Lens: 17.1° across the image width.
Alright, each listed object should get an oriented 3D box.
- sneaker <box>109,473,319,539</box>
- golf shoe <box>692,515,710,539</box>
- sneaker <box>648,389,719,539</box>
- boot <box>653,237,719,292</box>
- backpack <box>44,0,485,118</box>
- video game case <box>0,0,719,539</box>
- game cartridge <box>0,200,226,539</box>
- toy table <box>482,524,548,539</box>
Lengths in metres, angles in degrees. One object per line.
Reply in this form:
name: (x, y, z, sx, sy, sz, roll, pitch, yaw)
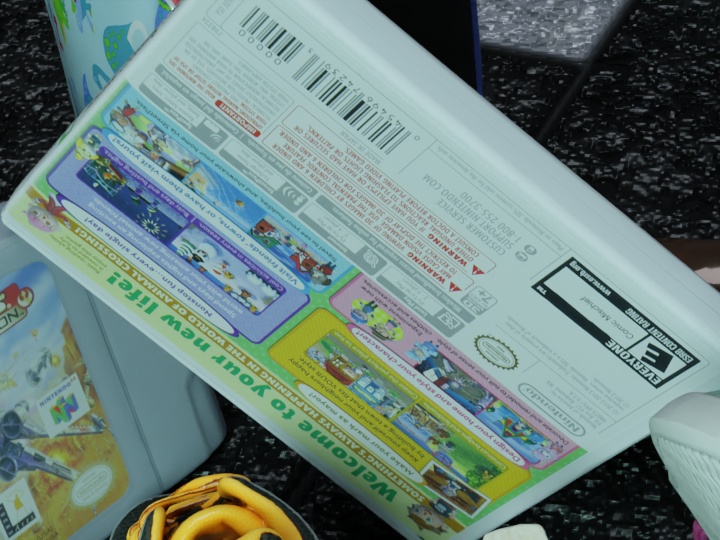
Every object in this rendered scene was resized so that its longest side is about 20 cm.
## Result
sneaker: (-0.045, 0.100, 0.784, 0.078, 0.078, 0.200, -24, 16, -15)
golf shoe: (0.199, 0.113, 0.758, 0.092, 0.073, 0.200, -26, 42, -22)
sneaker: (0.147, 0.039, 0.664, 0.118, 0.200, 0.074, -35, 84, 2)
boot: (0.077, -0.008, 0.794, 0.199, 0.186, 0.064, 24, 61, -20)
backpack: (-0.048, -0.105, 0.978, 0.146, 0.184, 0.200, -22, 36, -17)
video game case: (0.000, 0.000, 0.767, 0.200, 0.182, 0.022, 38, 51, -10)
game cartridge: (-0.140, 0.057, 0.840, 0.200, 0.134, 0.041, -37, 41, -29)
toy table: (0.070, 0.174, 0.677, 0.199, 0.117, 0.184, -19, 41, -11)
